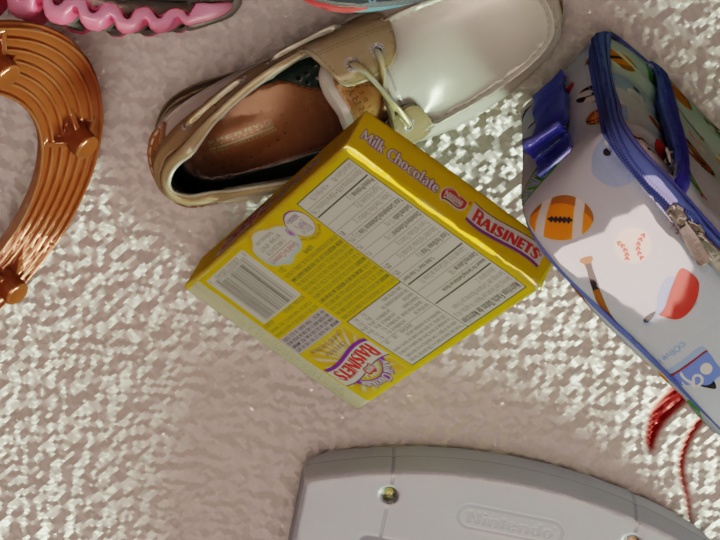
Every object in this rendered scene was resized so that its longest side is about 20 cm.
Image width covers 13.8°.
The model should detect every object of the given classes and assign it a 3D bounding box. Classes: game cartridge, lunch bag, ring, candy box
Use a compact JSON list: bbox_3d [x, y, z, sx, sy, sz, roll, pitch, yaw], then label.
[{"bbox_3d":[0.061,0.154,1.414,0.199,0.041,0.134,12,113,-3],"label":"game cartridge"},{"bbox_3d":[0.132,-0.020,1.263,0.075,0.200,0.160,-41,103,14],"label":"lunch bag"},{"bbox_3d":[-0.188,-0.021,1.289,0.019,0.200,0.201,43,109,27],"label":"ring"},{"bbox_3d":[0.000,0.000,1.296,0.102,0.200,0.027,34,63,-10],"label":"candy box"}]

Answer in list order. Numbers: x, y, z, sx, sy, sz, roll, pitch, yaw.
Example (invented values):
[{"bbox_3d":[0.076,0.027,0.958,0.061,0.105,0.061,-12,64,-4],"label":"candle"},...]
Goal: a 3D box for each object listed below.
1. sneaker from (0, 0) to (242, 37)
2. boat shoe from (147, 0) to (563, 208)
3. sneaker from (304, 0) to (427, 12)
[{"bbox_3d":[-0.146,-0.155,1.299,0.199,0.079,0.096,10,89,-6],"label":"sneaker"},{"bbox_3d":[0.000,-0.076,1.317,0.199,0.068,0.075,-26,107,10],"label":"boat shoe"},{"bbox_3d":[-0.043,-0.142,1.229,0.199,0.096,0.080,9,111,-2],"label":"sneaker"}]
